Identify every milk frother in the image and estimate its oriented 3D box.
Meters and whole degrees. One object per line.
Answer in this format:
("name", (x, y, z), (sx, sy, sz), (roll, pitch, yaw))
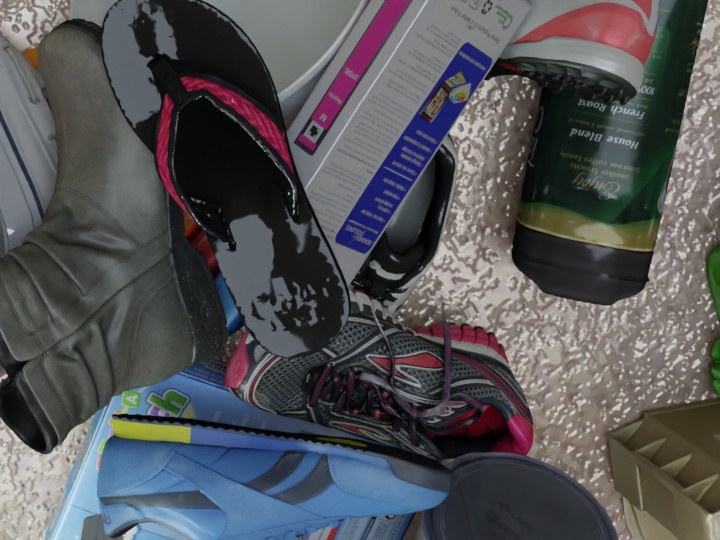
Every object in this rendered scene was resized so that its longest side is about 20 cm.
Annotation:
("milk frother", (0.116, 0.213, 1.118), (0.180, 0.199, 0.189), (40, 136, 21))

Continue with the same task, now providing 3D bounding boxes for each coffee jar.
("coffee jar", (0.145, -0.083, 1.112), (0.084, 0.104, 0.202), (11, 98, 3))

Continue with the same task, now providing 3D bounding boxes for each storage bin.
("storage bin", (0.272, 0.138, 1.126), (0.196, 0.200, 0.095), (-10, 100, -8))

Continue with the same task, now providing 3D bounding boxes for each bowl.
("bowl", (-0.056, -0.150, 1.048), (0.201, 0.201, 0.090), (-48, 146, 1))

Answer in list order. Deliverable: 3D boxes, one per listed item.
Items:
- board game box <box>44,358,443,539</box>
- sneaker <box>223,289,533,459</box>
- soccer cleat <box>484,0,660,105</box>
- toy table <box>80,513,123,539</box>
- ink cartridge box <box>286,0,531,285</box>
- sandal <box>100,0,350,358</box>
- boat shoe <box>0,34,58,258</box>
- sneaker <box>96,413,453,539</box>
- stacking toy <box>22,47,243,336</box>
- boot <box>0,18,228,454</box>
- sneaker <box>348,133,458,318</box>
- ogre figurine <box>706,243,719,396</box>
("board game box", (-0.071, 0.135, 1.127), (0.198, 0.037, 0.152), (19, 114, -14))
("sneaker", (0.016, 0.064, 1.072), (0.198, 0.075, 0.081), (8, 125, -31))
("soccer cleat", (0.081, -0.147, 1.063), (0.068, 0.199, 0.074), (28, 81, -50))
("toy table", (-0.138, 0.239, 1.044), (0.182, 0.200, 0.118), (-17, 123, -4))
("ink cartridge box", (0.009, -0.076, 0.991), (0.037, 0.095, 0.201), (35, 97, 29))
("sandal", (-0.064, -0.051, 0.930), (0.075, 0.045, 0.201), (-28, 90, 8))
("boat shoe", (-0.202, -0.087, 1.046), (0.066, 0.074, 0.201), (-13, 70, -32))
("sneaker", (-0.048, 0.126, 1.041), (0.198, 0.066, 0.079), (5, 86, 9))
("stacking toy", (-0.123, -0.054, 1.079), (0.200, 0.110, 0.116), (44, 123, 6))
("boot", (-0.152, -0.018, 0.960), (0.130, 0.067, 0.202), (-25, 101, -35))
("sneaker", (0.000, 0.000, 1.110), (0.075, 0.088, 0.202), (17, 98, -15))
("ogre figurine", (0.259, -0.013, 1.138), (0.098, 0.120, 0.201), (28, 95, -14))
